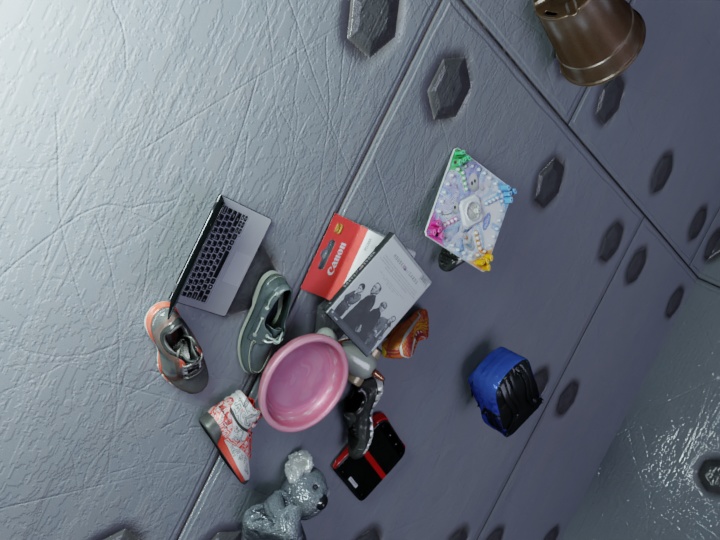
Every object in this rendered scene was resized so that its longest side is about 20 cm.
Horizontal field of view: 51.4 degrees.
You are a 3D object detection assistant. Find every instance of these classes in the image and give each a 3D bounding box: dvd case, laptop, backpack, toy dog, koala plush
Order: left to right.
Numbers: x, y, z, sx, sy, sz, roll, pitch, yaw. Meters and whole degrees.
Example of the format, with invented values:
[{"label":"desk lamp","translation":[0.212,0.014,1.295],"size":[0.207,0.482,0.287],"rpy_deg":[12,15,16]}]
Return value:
[{"label":"laptop","translation":[-0.218,-0.009,1.192],"size":[0.198,0.115,0.191],"rpy_deg":[24,95,-51]},{"label":"koala plush","translation":[-0.138,0.497,1.580],"size":[0.202,0.180,0.179],"rpy_deg":[-58,133,-36]},{"label":"toy dog","translation":[-0.014,0.187,1.547],"size":[0.197,0.095,0.135],"rpy_deg":[6,108,-49]},{"label":"dvd case","translation":[0.036,0.049,1.458],"size":[0.201,0.025,0.151],"rpy_deg":[-48,125,-8]},{"label":"backpack","translation":[0.367,0.308,1.978],"size":[0.162,0.166,0.203],"rpy_deg":[-42,134,-23]}]

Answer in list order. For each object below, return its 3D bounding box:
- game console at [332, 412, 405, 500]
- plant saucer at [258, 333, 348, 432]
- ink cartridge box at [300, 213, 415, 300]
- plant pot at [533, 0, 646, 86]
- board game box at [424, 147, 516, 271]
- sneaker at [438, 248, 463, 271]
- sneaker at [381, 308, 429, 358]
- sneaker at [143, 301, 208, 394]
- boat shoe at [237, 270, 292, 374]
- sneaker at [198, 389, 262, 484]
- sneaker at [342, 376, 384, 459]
[{"label":"game console","translation":[0.024,0.449,1.806],"size":[0.177,0.031,0.202],"rpy_deg":[-44,138,-13]},{"label":"plant saucer","translation":[-0.114,0.210,1.435],"size":[0.197,0.051,0.206],"rpy_deg":[-17,120,-31]},{"label":"ink cartridge box","translation":[0.000,0.000,1.457],"size":[0.197,0.050,0.164],"rpy_deg":[22,95,-40]},{"label":"plant pot","translation":[0.473,-0.534,1.579],"size":[0.197,0.199,0.203],"rpy_deg":[34,88,-43]},{"label":"board game box","translation":[0.243,-0.128,1.612],"size":[0.198,0.026,0.205],"rpy_deg":[28,78,-34]},{"label":"sneaker","translation":[0.255,-0.059,1.702],"size":[0.201,0.066,0.091],"rpy_deg":[-48,137,-18]},{"label":"sneaker","translation":[0.102,0.134,1.660],"size":[0.199,0.075,0.075],"rpy_deg":[-31,116,-60]},{"label":"sneaker","translation":[-0.292,0.145,1.231],"size":[0.077,0.081,0.203],"rpy_deg":[-40,136,-22]},{"label":"boat shoe","translation":[-0.169,0.105,1.356],"size":[0.072,0.061,0.205],"rpy_deg":[-2,114,-48]},{"label":"sneaker","translation":[-0.222,0.315,1.422],"size":[0.107,0.067,0.204],"rpy_deg":[-38,133,-21]},{"label":"sneaker","translation":[-0.011,0.326,1.664],"size":[0.089,0.066,0.205],"rpy_deg":[0,109,-44]}]
